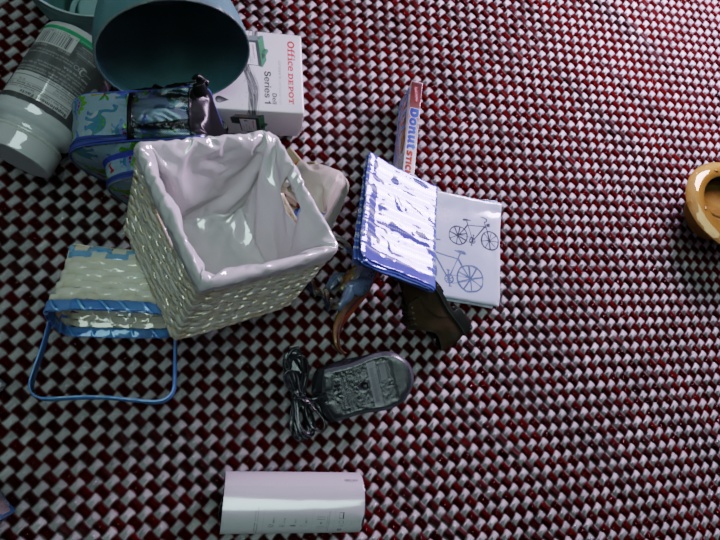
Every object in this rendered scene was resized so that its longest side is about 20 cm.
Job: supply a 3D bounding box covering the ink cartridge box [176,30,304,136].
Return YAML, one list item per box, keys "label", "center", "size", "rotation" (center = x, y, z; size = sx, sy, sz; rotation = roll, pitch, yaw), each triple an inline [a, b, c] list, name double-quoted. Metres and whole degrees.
- label: "ink cartridge box"
  center: [-0.193, -0.307, 0.875]
  size: [0.197, 0.084, 0.148]
  rotation: [-1, 78, -13]

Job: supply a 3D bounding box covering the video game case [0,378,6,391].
- label: "video game case"
  center: [-0.604, 0.170, 0.683]
  size: [0.181, 0.023, 0.201]
  rotation: [39, 70, -3]

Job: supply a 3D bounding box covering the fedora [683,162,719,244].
- label: "fedora"
  center: [0.723, -0.116, 1.073]
  size: [0.198, 0.082, 0.203]
  rotation: [3, 73, -9]

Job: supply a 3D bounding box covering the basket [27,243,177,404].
- label: "basket"
  center: [-0.326, 0.074, 0.714]
  size: [0.174, 0.139, 0.202]
  rotation: [6, 63, -12]

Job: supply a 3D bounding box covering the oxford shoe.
- label: "oxford shoe"
  center: [0.093, 0.052, 0.854]
  size: [0.084, 0.073, 0.200]
  rotation: [-43, 105, -6]

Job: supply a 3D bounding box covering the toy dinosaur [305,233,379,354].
- label: "toy dinosaur"
  center: [0.000, 0.000, 0.877]
  size: [0.180, 0.105, 0.202]
  rotation: [-24, 117, -28]

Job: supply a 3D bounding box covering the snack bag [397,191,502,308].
- label: "snack bag"
  center: [0.160, -0.045, 0.939]
  size: [0.186, 0.021, 0.203]
  rotation: [9, 75, -13]

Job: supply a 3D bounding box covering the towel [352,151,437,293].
- label: "towel"
  center: [0.061, -0.075, 0.812]
  size: [0.143, 0.024, 0.202]
  rotation: [21, 58, -25]

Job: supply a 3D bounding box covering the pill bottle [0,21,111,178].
- label: "pill bottle"
  center: [-0.449, -0.246, 0.777]
  size: [0.112, 0.113, 0.202]
  rotation: [23, 73, -8]

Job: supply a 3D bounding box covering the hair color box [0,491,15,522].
- label: "hair color box"
  center: [-0.545, 0.329, 0.640]
  size: [0.199, 0.061, 0.100]
  rotation: [-39, 89, -20]

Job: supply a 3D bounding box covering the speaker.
- label: "speaker"
  center: [-0.097, 0.325, 0.749]
  size: [0.197, 0.081, 0.082]
  rotation: [5, 75, -13]

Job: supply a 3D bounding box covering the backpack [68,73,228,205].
- label: "backpack"
  center: [-0.301, -0.172, 0.764]
  size: [0.197, 0.183, 0.149]
  rotation: [-1, 79, -4]

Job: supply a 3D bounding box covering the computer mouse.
- label: "computer mouse"
  center: [-0.018, 0.173, 0.824]
  size: [0.197, 0.053, 0.141]
  rotation: [-8, 89, -7]

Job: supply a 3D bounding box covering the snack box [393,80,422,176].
- label: "snack box"
  center: [0.079, -0.222, 0.933]
  size: [0.024, 0.072, 0.203]
  rotation: [10, 75, -10]

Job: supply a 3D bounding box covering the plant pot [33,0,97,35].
- label: "plant pot"
  center: [-0.406, -0.435, 0.824]
  size: [0.197, 0.134, 0.203]
  rotation: [3, 75, -13]

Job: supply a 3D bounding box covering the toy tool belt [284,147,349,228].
- label: "toy tool belt"
  center: [-0.109, -0.083, 0.835]
  size: [0.122, 0.125, 0.202]
  rotation: [25, 87, 12]

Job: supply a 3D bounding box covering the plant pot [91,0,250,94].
- label: "plant pot"
  center: [-0.261, -0.345, 0.723]
  size: [0.198, 0.200, 0.136]
  rotation: [-12, 76, -17]

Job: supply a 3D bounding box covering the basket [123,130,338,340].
- label: "basket"
  center: [-0.171, -0.047, 0.686]
  size: [0.198, 0.161, 0.200]
  rotation: [-17, 69, -39]
